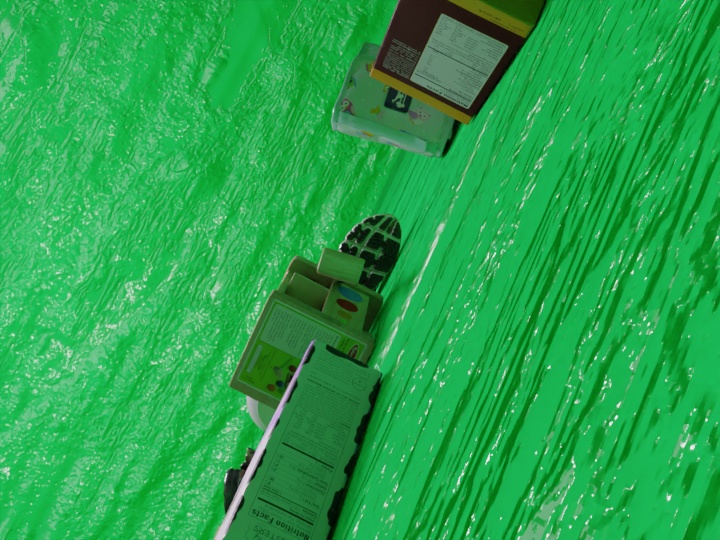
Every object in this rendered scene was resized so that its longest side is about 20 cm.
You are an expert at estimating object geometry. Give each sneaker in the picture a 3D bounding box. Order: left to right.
[{"bbox_3d":[0.000,0.000,1.099,0.201,0.077,0.085,-63,-2,25],"label":"sneaker"}]

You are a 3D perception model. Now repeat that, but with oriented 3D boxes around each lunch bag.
[{"bbox_3d":[0.055,-0.237,1.124,0.200,0.169,0.123,-70,-2,-59],"label":"lunch bag"}]

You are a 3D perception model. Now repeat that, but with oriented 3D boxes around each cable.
[{"bbox_3d":[-0.111,0.269,0.798,0.097,0.050,0.202,-1,-83,-76],"label":"cable"}]

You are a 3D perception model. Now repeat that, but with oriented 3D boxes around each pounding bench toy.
[{"bbox_3d":[-0.041,0.046,0.903,0.156,0.124,0.201,-71,7,-69],"label":"pounding bench toy"}]

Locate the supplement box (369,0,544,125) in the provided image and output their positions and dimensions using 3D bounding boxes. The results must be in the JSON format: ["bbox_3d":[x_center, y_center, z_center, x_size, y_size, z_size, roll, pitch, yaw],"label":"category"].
[{"bbox_3d":[0.124,-0.312,0.866,0.200,0.132,0.198,123,172,-68],"label":"supplement box"}]

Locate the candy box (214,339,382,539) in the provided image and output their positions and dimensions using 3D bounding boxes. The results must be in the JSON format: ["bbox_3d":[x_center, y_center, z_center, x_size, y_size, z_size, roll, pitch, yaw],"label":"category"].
[{"bbox_3d":[-0.065,0.188,0.647,0.168,0.071,0.200,-62,3,41],"label":"candy box"}]

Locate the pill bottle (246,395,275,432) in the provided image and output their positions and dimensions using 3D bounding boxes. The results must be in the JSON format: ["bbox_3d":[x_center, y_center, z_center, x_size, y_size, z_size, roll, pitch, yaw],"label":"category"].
[{"bbox_3d":[-0.109,0.180,1.165,0.200,0.110,0.111,-116,51,-86],"label":"pill bottle"}]

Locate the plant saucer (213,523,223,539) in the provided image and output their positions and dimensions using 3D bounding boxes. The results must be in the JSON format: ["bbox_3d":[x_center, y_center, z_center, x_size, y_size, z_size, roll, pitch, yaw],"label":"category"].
[{"bbox_3d":[-0.179,0.401,0.914,0.200,0.048,0.201,-70,-2,-54],"label":"plant saucer"}]
